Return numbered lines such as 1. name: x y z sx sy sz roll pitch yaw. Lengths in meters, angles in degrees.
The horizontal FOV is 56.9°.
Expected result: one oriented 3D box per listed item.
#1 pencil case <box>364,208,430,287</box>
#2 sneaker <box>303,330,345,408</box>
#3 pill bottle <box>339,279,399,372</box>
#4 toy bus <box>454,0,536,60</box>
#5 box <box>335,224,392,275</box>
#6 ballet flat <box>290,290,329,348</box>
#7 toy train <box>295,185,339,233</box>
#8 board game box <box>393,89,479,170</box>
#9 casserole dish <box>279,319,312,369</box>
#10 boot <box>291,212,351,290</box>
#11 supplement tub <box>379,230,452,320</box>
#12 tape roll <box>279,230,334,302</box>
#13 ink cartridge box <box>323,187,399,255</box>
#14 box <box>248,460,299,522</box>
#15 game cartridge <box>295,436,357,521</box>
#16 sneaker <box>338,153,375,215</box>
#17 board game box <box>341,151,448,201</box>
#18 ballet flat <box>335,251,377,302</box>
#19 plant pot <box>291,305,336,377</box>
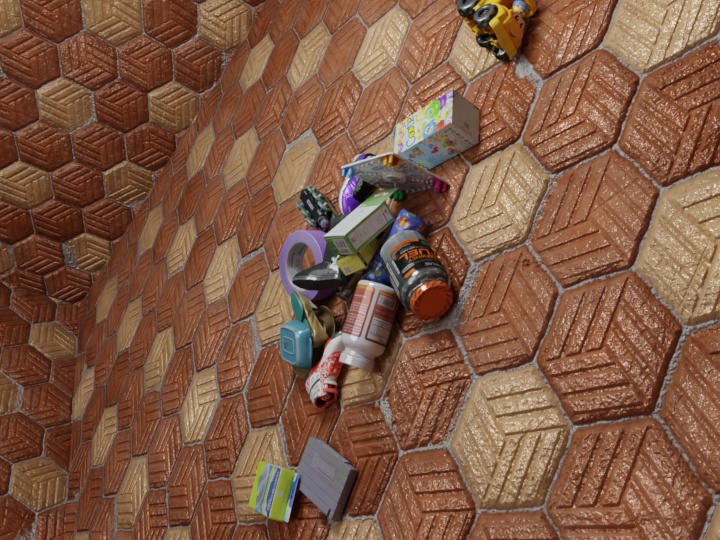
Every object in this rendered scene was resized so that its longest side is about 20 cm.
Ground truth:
1. pencil case: 0.089 -0.055 1.636 0.078 0.087 0.202 36 103 18
2. sneaker: -0.069 0.257 1.681 0.202 0.067 0.109 -54 37 23
3. pill bottle: 0.018 0.134 1.592 0.111 0.111 0.203 8 77 54
4. toy bus: 0.352 -0.629 1.590 0.191 0.136 0.201 -39 43 10
5. box: 0.012 -0.071 1.687 0.075 0.050 0.201 -24 22 37
6. ballet flat: -0.136 0.131 1.797 0.201 0.062 0.069 -116 33 -41
7. toy train: -0.115 -0.174 1.950 0.086 0.113 0.201 -52 38 13
8. board game box: 0.187 -0.340 1.646 0.199 0.104 0.105 -23 52 44
9. casserole dish: -0.177 0.199 1.780 0.199 0.038 0.124 -176 84 -67
10. boot: -0.087 -0.052 1.750 0.162 0.066 0.203 -3 62 25
11. supplement tub: 0.128 0.011 1.507 0.123 0.121 0.201 -51 38 20
12. tape roll: -0.146 -0.012 1.877 0.198 0.065 0.204 4 96 47
13. ink cartridge box: 0.014 -0.120 1.628 0.200 0.060 0.103 -43 21 -25
14. box: -0.224 0.563 1.697 0.199 0.047 0.124 -18 56 62
15. game cartridge: -0.086 0.494 1.595 0.199 0.038 0.131 18 82 56
16. sneaker: 0.004 -0.242 1.868 0.099 0.069 0.203 -1 71 51
17. board game box: 0.082 -0.225 1.635 0.198 0.198 0.026 -6 69 52
18. ballet flat: 0.000 0.000 1.733 0.201 0.071 0.072 -52 37 20
19. plant pot: -0.124 0.198 1.823 0.199 0.027 0.203 -31 47 40
